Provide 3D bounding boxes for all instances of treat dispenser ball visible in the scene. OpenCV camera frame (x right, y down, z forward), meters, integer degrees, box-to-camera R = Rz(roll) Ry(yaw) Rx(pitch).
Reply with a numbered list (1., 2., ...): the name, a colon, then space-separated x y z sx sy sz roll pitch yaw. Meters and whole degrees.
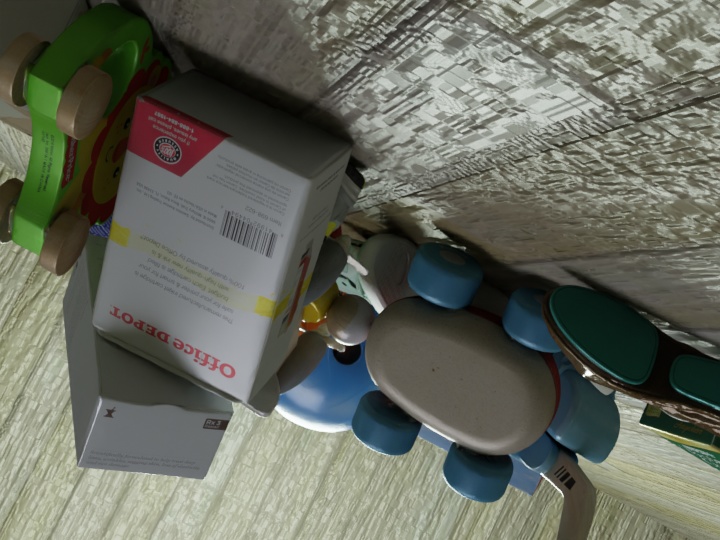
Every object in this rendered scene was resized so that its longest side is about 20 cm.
1. treat dispenser ball: -0.033 0.085 1.493 0.199 0.203 0.201 27 173 3

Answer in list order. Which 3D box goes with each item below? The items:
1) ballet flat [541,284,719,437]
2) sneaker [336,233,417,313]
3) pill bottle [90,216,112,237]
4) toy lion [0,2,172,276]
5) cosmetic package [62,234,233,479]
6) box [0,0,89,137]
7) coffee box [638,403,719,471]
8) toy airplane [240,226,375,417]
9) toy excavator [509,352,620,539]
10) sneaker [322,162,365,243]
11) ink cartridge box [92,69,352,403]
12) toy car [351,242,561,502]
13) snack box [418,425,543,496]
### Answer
1. ballet flat: 0.223 0.078 0.989 0.198 0.068 0.073 23 151 4
2. sneaker: 0.000 0.000 1.258 0.117 0.075 0.200 18 173 19
3. pill bottle: -0.203 -0.075 1.174 0.198 0.117 0.115 -3 153 47
4. toy lion: -0.189 -0.107 0.930 0.068 0.192 0.201 26 133 7
5. cosmetic package: -0.179 0.068 1.058 0.111 0.082 0.201 11 -144 -23
6. box: -0.257 -0.166 0.994 0.077 0.096 0.200 27 175 -5
7. coffee box: 0.379 0.182 1.250 0.199 0.044 0.123 31 173 -22
8. toy airplane: -0.057 0.040 1.135 0.139 0.202 0.200 15 -167 -1
9. toy excavator: 0.189 0.172 1.210 0.099 0.196 0.200 32 -174 -28
10. sneaker: -0.096 -0.084 1.024 0.198 0.077 0.075 25 174 24
11. ink cartridge box: -0.108 -0.024 0.967 0.144 0.202 0.083 25 -150 11
12. toy car: 0.109 0.070 1.174 0.175 0.187 0.200 25 -158 12
13. snack box: 0.138 0.137 1.416 0.167 0.068 0.200 27 -157 1
